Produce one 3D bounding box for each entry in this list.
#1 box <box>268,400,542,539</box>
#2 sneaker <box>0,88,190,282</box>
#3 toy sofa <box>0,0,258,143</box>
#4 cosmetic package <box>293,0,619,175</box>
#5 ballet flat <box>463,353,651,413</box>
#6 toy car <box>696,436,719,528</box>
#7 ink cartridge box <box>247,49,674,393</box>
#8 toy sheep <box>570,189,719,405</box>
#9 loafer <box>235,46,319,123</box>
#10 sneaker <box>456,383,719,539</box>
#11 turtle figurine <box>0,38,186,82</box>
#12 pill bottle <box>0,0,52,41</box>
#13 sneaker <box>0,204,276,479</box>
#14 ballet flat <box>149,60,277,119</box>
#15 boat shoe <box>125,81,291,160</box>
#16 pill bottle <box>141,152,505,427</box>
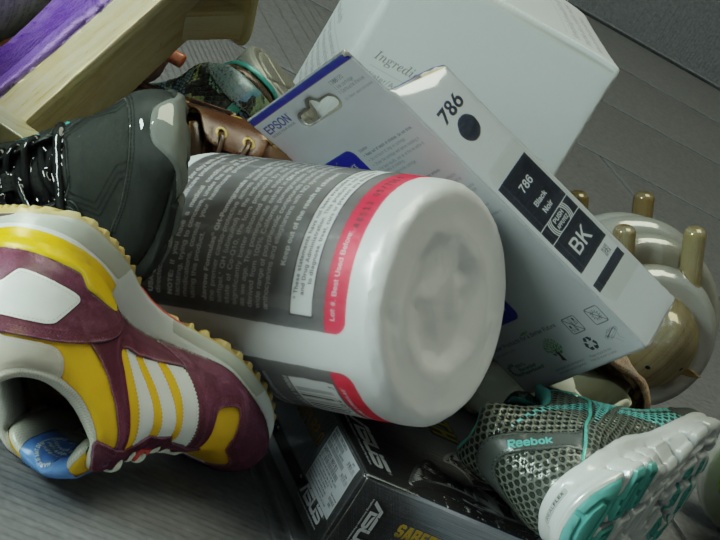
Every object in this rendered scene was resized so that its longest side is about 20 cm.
[{"bbox_3d":[0.027,0.093,1.058,0.158,0.049,0.200,24,17,-26],"label":"box"},{"bbox_3d":[-0.136,-0.024,0.917,0.079,0.200,0.076,11,64,-27],"label":"sneaker"},{"bbox_3d":[-0.141,-0.114,1.061,0.097,0.083,0.200,33,55,12],"label":"toy sofa"},{"bbox_3d":[0.048,-0.112,1.444,0.164,0.201,0.165,28,16,-12],"label":"cosmetic package"},{"bbox_3d":[0.096,0.054,1.110,0.199,0.068,0.067,11,34,-52],"label":"ballet flat"},{"bbox_3d":[0.314,0.141,1.280,0.199,0.150,0.175,26,17,-23],"label":"toy car"},{"bbox_3d":[0.047,-0.029,0.999,0.200,0.039,0.099,44,-32,-14],"label":"ink cartridge box"},{"bbox_3d":[0.175,0.020,1.420,0.137,0.138,0.200,27,10,-17],"label":"toy sheep"},{"bbox_3d":[-0.029,-0.047,1.342,0.200,0.063,0.072,53,14,-10],"label":"loafer"},{"bbox_3d":[0.112,0.086,1.030,0.091,0.078,0.200,35,13,21],"label":"sneaker"},{"bbox_3d":[-0.174,-0.129,1.278,0.199,0.065,0.161,5,12,19],"label":"turtle figurine"},{"bbox_3d":[-0.230,-0.165,1.123,0.109,0.110,0.200,38,42,21],"label":"pill bottle"},{"bbox_3d":[-0.108,0.056,0.893,0.075,0.091,0.200,0,-30,33],"label":"sneaker"},{"bbox_3d":[-0.109,-0.077,1.253,0.074,0.075,0.200,29,-16,-11],"label":"ballet flat"},{"bbox_3d":[-0.083,-0.052,1.128,0.199,0.072,0.068,24,3,1],"label":"boat shoe"},{"bbox_3d":[-0.041,0.004,0.984,0.199,0.112,0.110,9,0,35],"label":"pill bottle"}]
